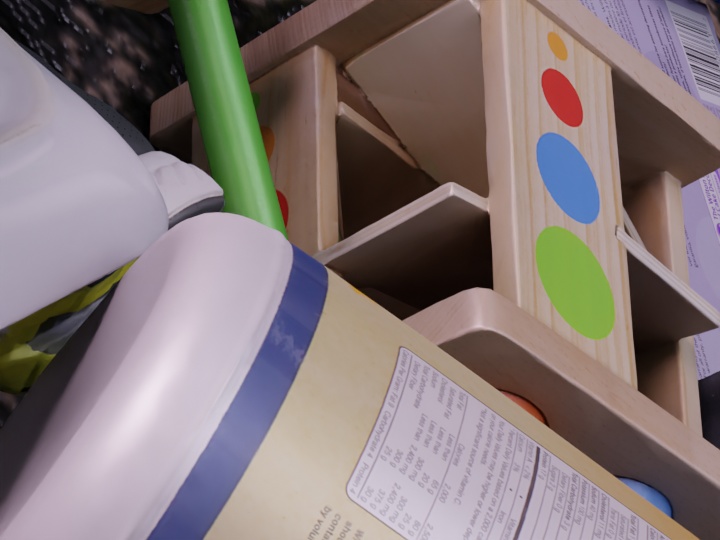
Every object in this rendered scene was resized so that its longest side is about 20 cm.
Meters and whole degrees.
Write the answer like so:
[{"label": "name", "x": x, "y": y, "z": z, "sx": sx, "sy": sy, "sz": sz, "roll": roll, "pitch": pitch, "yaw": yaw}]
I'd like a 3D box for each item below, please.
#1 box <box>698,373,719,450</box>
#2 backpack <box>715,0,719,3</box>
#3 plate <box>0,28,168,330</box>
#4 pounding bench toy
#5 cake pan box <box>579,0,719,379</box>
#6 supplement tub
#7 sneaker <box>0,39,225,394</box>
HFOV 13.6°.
[{"label": "box", "x": 0.151, "y": 0.088, "z": 0.888, "sx": 0.106, "sy": 0.200, "sz": 0.123, "roll": 13, "pitch": 56, "yaw": -51}, {"label": "backpack", "x": 0.111, "y": -0.197, "z": 1.089, "sx": 0.200, "sy": 0.162, "sz": 0.168, "roll": 18, "pitch": 41, "yaw": -45}, {"label": "plate", "x": -0.155, "y": -0.053, "z": 0.652, "sx": 0.199, "sy": 0.032, "sz": 0.200, "roll": 40, "pitch": 30, "yaw": 11}, {"label": "pounding bench toy", "x": 0.000, "y": 0.000, "z": 0.823, "sx": 0.200, "sy": 0.124, "sz": 0.157, "roll": 35, "pitch": 41, "yaw": -37}, {"label": "cake pan box", "x": 0.082, "y": -0.022, "z": 1.032, "sx": 0.184, "sy": 0.052, "sz": 0.201, "roll": 12, "pitch": 57, "yaw": -54}, {"label": "supplement tub", "x": 0.005, "y": 0.097, "z": 0.680, "sx": 0.200, "sy": 0.144, "sz": 0.145, "roll": 36, "pitch": 37, "yaw": -11}, {"label": "sneaker", "x": -0.120, "y": 0.000, "z": 0.717, "sx": 0.085, "sy": 0.075, "sz": 0.200, "roll": 43, "pitch": 33, "yaw": 16}]
